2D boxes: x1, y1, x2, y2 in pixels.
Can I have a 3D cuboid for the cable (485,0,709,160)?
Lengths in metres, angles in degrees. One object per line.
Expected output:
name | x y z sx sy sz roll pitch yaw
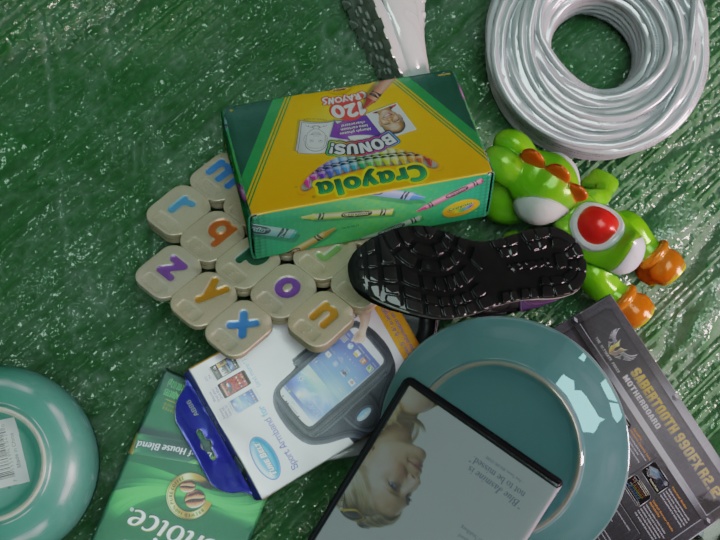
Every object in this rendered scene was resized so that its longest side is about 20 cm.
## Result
cable | 0.203 -0.195 1.211 0.200 0.069 0.200 -4 84 -7

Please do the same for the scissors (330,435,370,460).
scissors | 0.038 0.145 1.171 0.200 0.014 0.073 -27 89 -11

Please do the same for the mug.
mug | -0.295 0.141 1.078 0.185 0.114 0.152 30 80 -3

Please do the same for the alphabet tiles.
alphabet tiles | -0.074 -0.017 1.129 0.200 0.015 0.196 36 61 23

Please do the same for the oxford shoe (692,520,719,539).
oxford shoe | 0.255 0.161 1.176 0.075 0.058 0.200 -30 86 -8

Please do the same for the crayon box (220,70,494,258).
crayon box | -0.004 -0.088 1.137 0.200 0.058 0.119 -11 54 -9

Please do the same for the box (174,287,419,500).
box | -0.046 0.094 1.116 0.200 0.041 0.119 -30 89 -19

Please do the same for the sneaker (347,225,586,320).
sneaker | 0.076 0.014 1.109 0.200 0.088 0.076 0 70 -24

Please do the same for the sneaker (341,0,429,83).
sneaker | 0.026 -0.247 1.196 0.080 0.076 0.200 -19 87 -19

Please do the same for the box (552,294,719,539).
box | 0.187 0.142 1.114 0.158 0.048 0.200 -30 81 -19

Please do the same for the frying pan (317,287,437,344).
frying pan | 0.017 0.004 1.183 0.115 0.031 0.190 10 84 -7

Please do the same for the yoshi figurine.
yoshi figurine | 0.172 -0.041 1.188 0.200 0.112 0.112 42 120 -14

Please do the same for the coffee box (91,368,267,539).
coffee box | -0.143 0.195 1.126 0.123 0.044 0.200 24 80 -4

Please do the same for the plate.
plate | 0.104 0.135 1.063 0.200 0.026 0.201 1 94 20

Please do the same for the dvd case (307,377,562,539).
dvd case | 0.043 0.202 1.065 0.143 0.018 0.200 34 103 15
